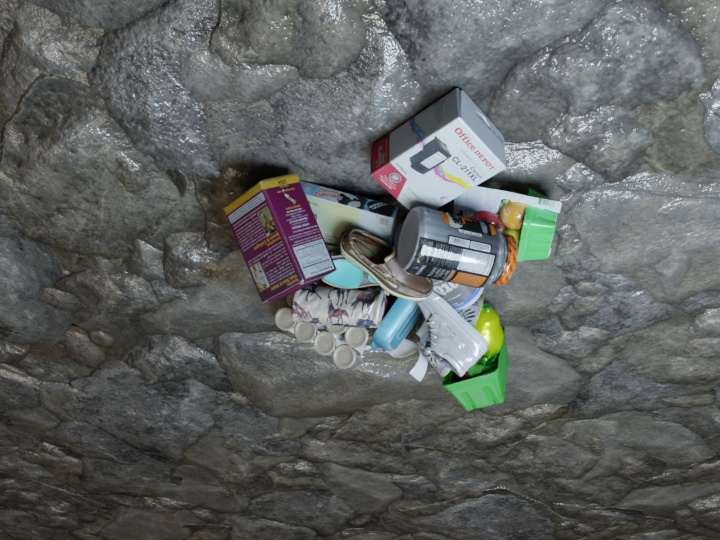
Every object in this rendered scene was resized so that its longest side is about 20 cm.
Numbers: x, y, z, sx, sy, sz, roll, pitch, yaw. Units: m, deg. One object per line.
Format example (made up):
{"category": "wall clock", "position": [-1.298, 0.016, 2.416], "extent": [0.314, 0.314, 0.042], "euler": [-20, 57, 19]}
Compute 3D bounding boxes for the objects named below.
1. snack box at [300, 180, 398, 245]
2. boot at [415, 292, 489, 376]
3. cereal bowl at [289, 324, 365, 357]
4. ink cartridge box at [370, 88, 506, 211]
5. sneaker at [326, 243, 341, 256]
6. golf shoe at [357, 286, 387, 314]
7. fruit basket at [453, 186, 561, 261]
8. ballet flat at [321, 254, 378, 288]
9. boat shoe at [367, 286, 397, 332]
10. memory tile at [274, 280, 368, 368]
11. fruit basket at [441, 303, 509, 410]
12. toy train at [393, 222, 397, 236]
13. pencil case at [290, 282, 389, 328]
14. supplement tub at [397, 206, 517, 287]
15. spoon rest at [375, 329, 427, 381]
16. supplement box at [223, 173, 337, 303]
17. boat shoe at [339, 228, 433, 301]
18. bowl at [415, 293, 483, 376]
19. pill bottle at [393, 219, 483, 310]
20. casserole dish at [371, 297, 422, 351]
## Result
{"category": "snack box", "position": [-0.031, -0.098, 1.454], "extent": [0.197, 0.037, 0.117], "euler": [16, 139, 7]}
{"category": "boot", "position": [0.155, 0.119, 1.491], "extent": [0.200, 0.096, 0.074], "euler": [41, 170, 15]}
{"category": "cereal bowl", "position": [-0.073, 0.119, 1.673], "extent": [0.198, 0.084, 0.200], "euler": [19, 165, 5]}
{"category": "ink cartridge box", "position": [0.137, -0.202, 1.318], "extent": [0.199, 0.084, 0.145], "euler": [-29, 129, 32]}
{"category": "sneaker", "position": [-0.116, -0.033, 1.532], "extent": [0.197, 0.088, 0.076], "euler": [-6, 121, 8]}
{"category": "golf shoe", "position": [-0.035, 0.058, 1.610], "extent": [0.198, 0.076, 0.092], "euler": [27, 159, 13]}
{"category": "fruit basket", "position": [0.277, -0.099, 1.433], "extent": [0.198, 0.094, 0.186], "euler": [16, 150, 16]}
{"category": "ballet flat", "position": [0.000, 0.000, 1.483], "extent": [0.197, 0.062, 0.068], "euler": [6, 108, -24]}
{"category": "boat shoe", "position": [0.045, 0.087, 1.667], "extent": [0.071, 0.068, 0.200], "euler": [19, 138, -19]}
{"category": "memory tile", "position": [-0.069, 0.096, 1.556], "extent": [0.199, 0.017, 0.154], "euler": [32, 96, 11]}
{"category": "fruit basket", "position": [0.260, 0.178, 1.671], "extent": [0.154, 0.218, 0.216], "euler": [-19, 134, 23]}
{"category": "toy train", "position": [0.023, -0.040, 1.546], "extent": [0.056, 0.042, 0.201], "euler": [21, 137, -5]}
{"category": "pencil case", "position": [-0.042, 0.067, 1.502], "extent": [0.197, 0.091, 0.078], "euler": [4, 160, 12]}
{"category": "supplement tub", "position": [0.176, -0.038, 1.355], "extent": [0.197, 0.124, 0.123], "euler": [11, 139, -16]}
{"category": "spoon rest", "position": [0.097, 0.180, 1.701], "extent": [0.061, 0.200, 0.099], "euler": [-48, 121, -1]}
{"category": "supplement box", "position": [-0.151, -0.060, 1.396], "extent": [0.130, 0.202, 0.103], "euler": [-25, 177, 42]}
{"category": "boat shoe", "position": [0.052, -0.011, 1.406], "extent": [0.201, 0.075, 0.075], "euler": [28, 153, -1]}
{"category": "bowl", "position": [0.180, 0.118, 1.614], "extent": [0.093, 0.202, 0.202], "euler": [26, 136, -2]}
{"category": "pill bottle", "position": [0.158, -0.019, 1.499], "extent": [0.113, 0.115, 0.200], "euler": [-23, 129, 28]}
{"category": "casserole dish", "position": [0.095, 0.095, 1.589], "extent": [0.039, 0.201, 0.121], "euler": [32, 172, 19]}
